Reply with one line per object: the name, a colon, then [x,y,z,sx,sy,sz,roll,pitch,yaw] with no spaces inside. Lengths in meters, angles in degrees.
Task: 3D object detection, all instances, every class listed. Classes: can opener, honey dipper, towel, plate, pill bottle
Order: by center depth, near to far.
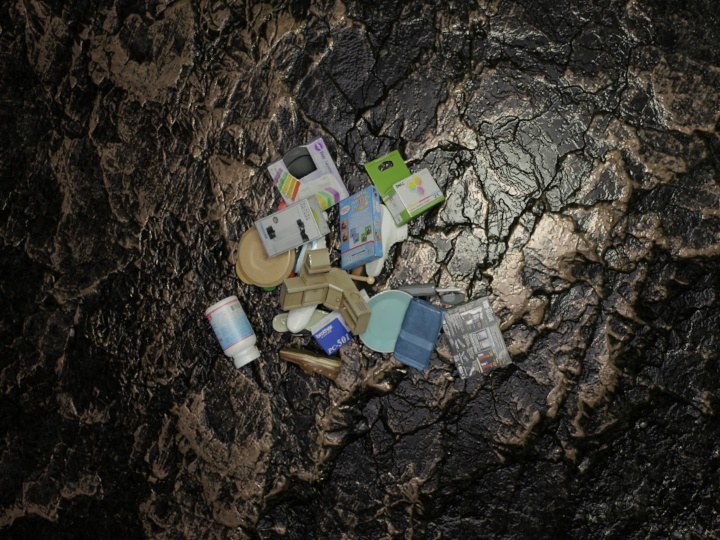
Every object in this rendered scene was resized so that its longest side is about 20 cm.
towel: [0.167,0.183,1.634,0.109,0.048,0.205,22,114,15]
honey dipper: [-0.024,0.021,1.638,0.198,0.037,0.039,11,97,54]
can opener: [0.204,0.066,1.648,0.194,0.053,0.069,0,94,12]
plate: [0.084,0.145,1.659,0.194,0.026,0.206,-3,114,-8]
pill bottle: [-0.387,0.190,1.746,0.107,0.109,0.204,-28,86,11]

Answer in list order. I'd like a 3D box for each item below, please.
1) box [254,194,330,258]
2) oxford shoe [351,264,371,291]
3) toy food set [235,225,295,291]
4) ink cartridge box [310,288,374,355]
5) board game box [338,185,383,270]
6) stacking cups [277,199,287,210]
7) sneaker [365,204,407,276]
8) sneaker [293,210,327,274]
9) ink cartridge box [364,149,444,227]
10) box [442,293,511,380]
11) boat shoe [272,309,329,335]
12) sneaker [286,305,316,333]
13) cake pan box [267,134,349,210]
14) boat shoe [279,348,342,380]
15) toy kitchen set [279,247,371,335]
box: [-0.197,-0.126,1.634,0.196,0.060,0.119,-18,98,28]
oxford shoe: [0.000,0.000,1.691,0.070,0.070,0.205,23,101,40]
toy food set: [-0.286,-0.043,1.746,0.192,0.049,0.206,14,95,10]
ink cartridge box: [-0.041,0.153,1.673,0.198,0.044,0.095,-36,119,3]
board game box: [-0.001,-0.120,1.624,0.149,0.036,0.206,-19,69,47]
stacking cups: [-0.180,-0.253,1.708,0.060,0.060,0.202,35,99,8]
sneaker: [0.083,-0.077,1.632,0.073,0.113,0.206,14,94,52]
sneaker: [-0.134,-0.079,1.707,0.079,0.076,0.205,20,92,-14]
ink cartridge box: [0.122,-0.248,1.600,0.146,0.076,0.203,-29,87,-33]
box: [0.326,0.190,1.629,0.154,0.050,0.205,-21,89,11]
boat shoe: [-0.165,0.161,1.728,0.194,0.068,0.074,-1,68,-2]
sneaker: [-0.157,0.089,1.678,0.069,0.080,0.203,31,76,8]
cake pan box: [-0.152,-0.266,1.656,0.181,0.052,0.203,-26,114,0]
boat shoe: [-0.155,0.282,1.721,0.194,0.072,0.070,12,93,8]
toy kitchen set: [-0.089,0.062,1.525,0.182,0.195,0.166,54,140,39]
